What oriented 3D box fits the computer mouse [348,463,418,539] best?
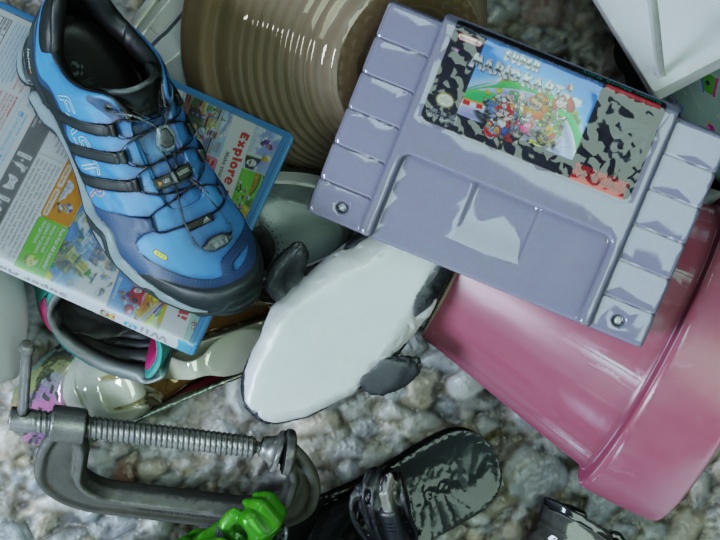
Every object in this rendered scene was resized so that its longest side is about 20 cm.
[{"bbox_3d":[-0.027,0.217,1.063,0.200,0.053,0.139,-37,139,-26],"label":"computer mouse"}]

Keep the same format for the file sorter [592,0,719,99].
[{"bbox_3d":[0.209,-0.214,0.966,0.200,0.125,0.139,-27,67,0],"label":"file sorter"}]

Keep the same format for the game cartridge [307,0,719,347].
[{"bbox_3d":[0.085,-0.054,0.994,0.200,0.038,0.130,22,103,2],"label":"game cartridge"}]

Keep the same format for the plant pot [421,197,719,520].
[{"bbox_3d":[0.144,0.023,1.108,0.179,0.200,0.200,28,90,2],"label":"plant pot"}]

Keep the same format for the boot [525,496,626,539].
[{"bbox_3d":[0.164,0.251,1.191,0.200,0.070,0.132,44,81,-17],"label":"boot"}]

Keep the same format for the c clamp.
[{"bbox_3d":[-0.114,0.112,1.076,0.200,0.171,0.027,11,53,-13],"label":"c clamp"}]

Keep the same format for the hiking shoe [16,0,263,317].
[{"bbox_3d":[-0.119,-0.063,0.960,0.074,0.087,0.200,-33,79,-22],"label":"hiking shoe"}]

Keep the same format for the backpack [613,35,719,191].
[{"bbox_3d":[0.257,-0.120,1.094,0.167,0.200,0.127,45,66,-16],"label":"backpack"}]

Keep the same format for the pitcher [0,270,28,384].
[{"bbox_3d":[-0.243,-0.028,1.044,0.171,0.121,0.200,-19,90,-1],"label":"pitcher"}]

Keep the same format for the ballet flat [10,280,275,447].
[{"bbox_3d":[-0.118,0.056,1.105,0.200,0.071,0.069,-22,106,-9],"label":"ballet flat"}]

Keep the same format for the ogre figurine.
[{"bbox_3d":[-0.131,0.206,1.087,0.098,0.120,0.200,30,79,-5],"label":"ogre figurine"}]

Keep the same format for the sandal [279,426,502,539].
[{"bbox_3d":[0.002,0.168,1.154,0.200,0.048,0.075,-36,102,-6],"label":"sandal"}]

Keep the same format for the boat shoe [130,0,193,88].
[{"bbox_3d":[-0.113,-0.131,1.088,0.200,0.066,0.072,-54,135,1],"label":"boat shoe"}]

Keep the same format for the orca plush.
[{"bbox_3d":[0.000,0.000,1.064,0.105,0.071,0.200,25,98,-10],"label":"orca plush"}]

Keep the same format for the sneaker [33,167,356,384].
[{"bbox_3d":[-0.099,0.004,1.052,0.200,0.121,0.084,-11,123,7],"label":"sneaker"}]

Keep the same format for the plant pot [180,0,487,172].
[{"bbox_3d":[0.003,-0.135,1.060,0.201,0.093,0.201,-15,121,-26],"label":"plant pot"}]

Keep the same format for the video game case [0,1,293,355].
[{"bbox_3d":[-0.154,-0.056,1.007,0.200,0.018,0.143,24,65,-2],"label":"video game case"}]
